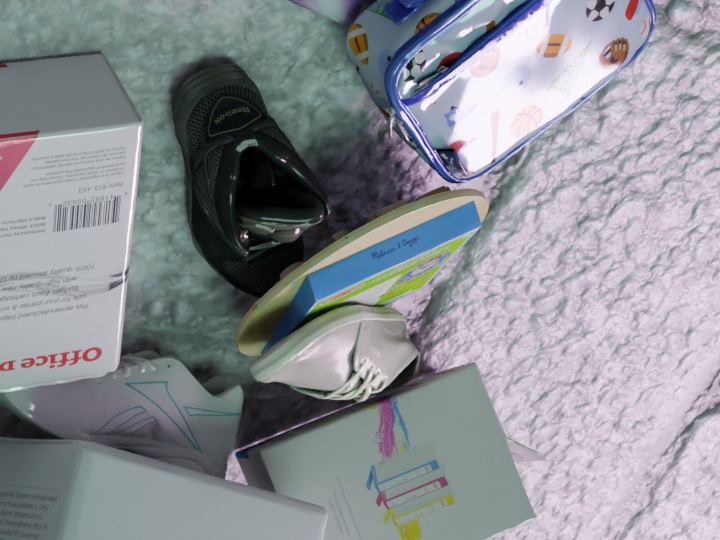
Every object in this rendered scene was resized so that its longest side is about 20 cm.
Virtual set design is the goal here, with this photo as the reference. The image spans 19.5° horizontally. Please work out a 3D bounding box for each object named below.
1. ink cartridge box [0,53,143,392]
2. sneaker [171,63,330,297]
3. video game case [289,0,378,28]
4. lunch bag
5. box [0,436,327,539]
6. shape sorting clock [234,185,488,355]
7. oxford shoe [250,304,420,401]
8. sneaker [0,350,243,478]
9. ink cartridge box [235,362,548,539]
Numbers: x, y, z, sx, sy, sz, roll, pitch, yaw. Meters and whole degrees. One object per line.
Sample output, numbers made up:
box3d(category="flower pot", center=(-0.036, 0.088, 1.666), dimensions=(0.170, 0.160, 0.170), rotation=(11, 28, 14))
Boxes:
box3d(category="ink cartridge box", center=(-0.223, -0.025, 1.315), dimensions=(0.145, 0.084, 0.200), rotation=(-8, 131, -23))
box3d(category="sneaker", center=(-0.067, -0.030, 1.381), dimensions=(0.076, 0.114, 0.200), rotation=(-21, 140, -11))
box3d(category="video game case", center=(-0.017, -0.230, 1.298), dimensions=(0.200, 0.019, 0.143), rotation=(18, 117, -40))
box3d(category="lunch bag", center=(0.090, -0.155, 1.373), dimensions=(0.200, 0.076, 0.160), rotation=(-39, 143, -3))
box3d(category="box", center=(-0.167, 0.217, 1.429), dimensions=(0.199, 0.200, 0.172), rotation=(19, 77, -32))
box3d(category="shape sorting clock", center=(0.000, 0.000, 1.449), dimensions=(0.200, 0.039, 0.200), rotation=(-28, 170, -6))
box3d(category="oxford shoe", center=(-0.010, 0.062, 1.453), dimensions=(0.075, 0.058, 0.200), rotation=(-31, 168, 21))
box3d(category="sneaker", center=(-0.169, 0.088, 1.471), dimensions=(0.200, 0.070, 0.080), rotation=(19, 95, -36))
box3d(category="ink cartridge box", center=(0.028, 0.154, 1.556), dimensions=(0.200, 0.125, 0.129), rotation=(-22, 179, -13))
